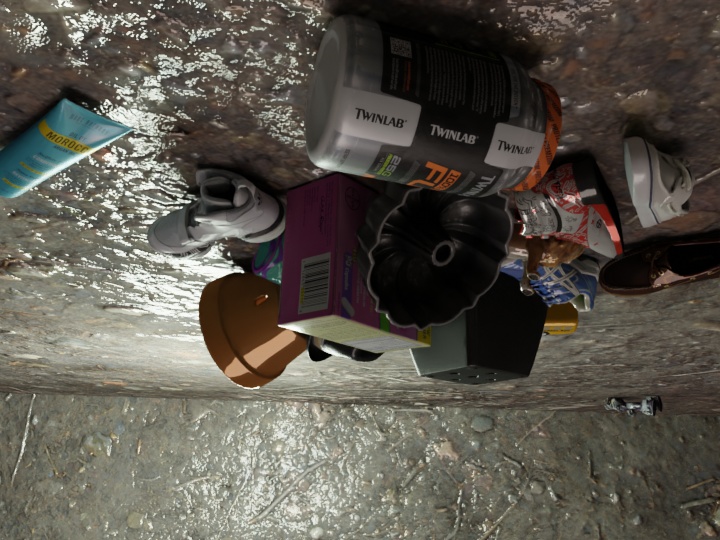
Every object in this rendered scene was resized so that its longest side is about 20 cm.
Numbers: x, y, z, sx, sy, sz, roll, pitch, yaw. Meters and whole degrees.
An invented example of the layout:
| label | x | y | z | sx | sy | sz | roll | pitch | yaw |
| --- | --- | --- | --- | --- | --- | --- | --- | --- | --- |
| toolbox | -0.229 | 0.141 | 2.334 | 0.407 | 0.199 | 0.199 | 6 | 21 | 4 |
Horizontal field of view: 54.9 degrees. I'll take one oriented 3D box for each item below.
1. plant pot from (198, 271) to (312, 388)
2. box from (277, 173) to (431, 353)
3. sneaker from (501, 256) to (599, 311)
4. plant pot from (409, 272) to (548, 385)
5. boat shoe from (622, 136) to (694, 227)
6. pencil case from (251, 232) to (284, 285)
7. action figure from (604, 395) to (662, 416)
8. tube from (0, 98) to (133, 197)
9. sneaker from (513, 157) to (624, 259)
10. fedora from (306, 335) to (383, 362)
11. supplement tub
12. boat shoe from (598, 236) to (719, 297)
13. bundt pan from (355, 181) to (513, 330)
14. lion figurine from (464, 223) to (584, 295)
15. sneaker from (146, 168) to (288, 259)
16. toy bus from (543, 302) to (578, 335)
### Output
| label | x | y | z | sx | sy | sz | roll | pitch | yaw |
| --- | --- | --- | --- | --- | --- | --- | --- | --- | --- |
| plant pot | -0.156 | 0.082 | 1.174 | 0.139 | 0.203 | 0.199 | -24 | 152 | 23 |
| box | 0.000 | 0.000 | 0.901 | 0.096 | 0.179 | 0.199 | -12 | 157 | 38 |
| sneaker | 0.293 | 0.011 | 1.065 | 0.197 | 0.078 | 0.076 | 12 | 161 | -24 |
| plant pot | 0.185 | 0.089 | 1.156 | 0.197 | 0.180 | 0.199 | 15 | 159 | -33 |
| boat shoe | 0.328 | -0.095 | 0.753 | 0.065 | 0.073 | 0.200 | -12 | 159 | 25 |
| pencil case | -0.056 | 0.001 | 1.013 | 0.198 | 0.086 | 0.093 | 24 | -163 | -25 |
| action figure | 0.943 | 0.476 | 2.425 | 0.129 | 0.070 | 0.199 | 10 | 164 | -39 |
| tube | -0.338 | -0.134 | 0.755 | 0.198 | 0.051 | 0.077 | -18 | 161 | 35 |
| sneaker | 0.254 | -0.064 | 0.851 | 0.107 | 0.068 | 0.201 | -14 | 152 | 26 |
| fedora | 0.004 | 0.089 | 1.140 | 0.091 | 0.202 | 0.201 | 33 | 174 | 24 |
| supplement tub | 0.060 | -0.131 | 0.585 | 0.197 | 0.124 | 0.122 | 8 | 161 | -17 |
| boat shoe | 0.443 | -0.010 | 0.999 | 0.197 | 0.071 | 0.070 | -15 | 164 | 21 |
| bundt pan | 0.079 | -0.036 | 0.814 | 0.200 | 0.204 | 0.076 | 15 | -161 | -35 |
| lion figurine | 0.196 | -0.038 | 0.927 | 0.197 | 0.124 | 0.073 | 15 | 149 | 15 |
| sneaker | -0.199 | -0.073 | 0.874 | 0.197 | 0.076 | 0.115 | -9 | 159 | 15 |
| toy bus | 0.301 | 0.083 | 1.302 | 0.197 | 0.066 | 0.078 | -1 | 161 | 10 |
